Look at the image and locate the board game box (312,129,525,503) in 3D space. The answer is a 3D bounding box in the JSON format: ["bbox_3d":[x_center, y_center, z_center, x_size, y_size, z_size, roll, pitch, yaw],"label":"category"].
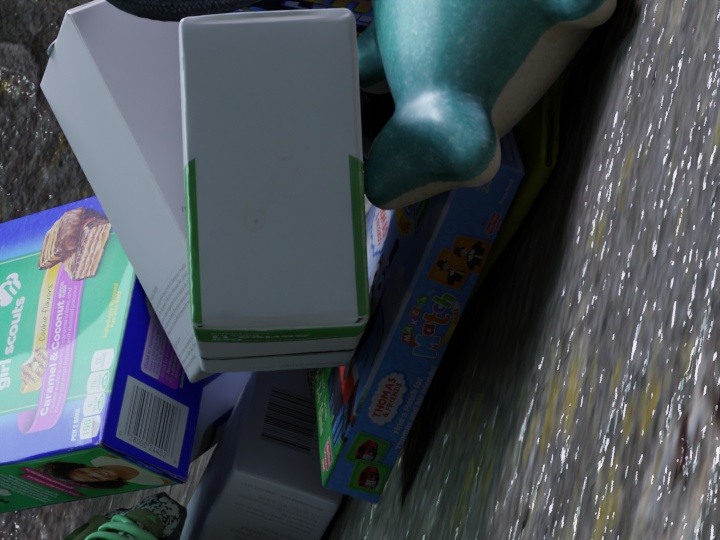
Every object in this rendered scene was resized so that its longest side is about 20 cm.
[{"bbox_3d":[0.026,-0.001,1.248,0.151,0.037,0.200,-97,29,-63],"label":"board game box"}]

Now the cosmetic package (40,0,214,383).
[{"bbox_3d":[-0.095,-0.052,1.318,0.200,0.085,0.108,64,158,8],"label":"cosmetic package"}]

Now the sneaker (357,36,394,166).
[{"bbox_3d":[0.007,-0.083,1.566,0.076,0.114,0.200,-50,-29,-22],"label":"sneaker"}]

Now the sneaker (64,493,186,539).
[{"bbox_3d":[-0.145,0.165,1.372,0.089,0.077,0.200,-54,-1,6],"label":"sneaker"}]

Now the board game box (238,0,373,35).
[{"bbox_3d":[0.002,-0.173,1.353,0.165,0.199,0.057,169,111,-82],"label":"board game box"}]

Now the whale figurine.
[{"bbox_3d":[0.046,-0.124,1.137,0.159,0.104,0.200,-12,43,40],"label":"whale figurine"}]

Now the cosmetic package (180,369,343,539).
[{"bbox_3d":[-0.068,0.158,1.483,0.102,0.074,0.200,-77,9,-45],"label":"cosmetic package"}]

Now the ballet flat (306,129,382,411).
[{"bbox_3d":[0.000,0.000,1.381,0.070,0.065,0.200,32,106,45],"label":"ballet flat"}]

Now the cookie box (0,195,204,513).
[{"bbox_3d":[-0.184,0.052,1.423,0.200,0.075,0.172,-14,57,39],"label":"cookie box"}]

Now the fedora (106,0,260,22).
[{"bbox_3d":[-0.055,-0.204,1.203,0.201,0.200,0.092,-71,-23,-9],"label":"fedora"}]

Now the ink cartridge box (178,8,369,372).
[{"bbox_3d":[-0.043,-0.031,1.145,0.200,0.083,0.147,106,161,-81],"label":"ink cartridge box"}]

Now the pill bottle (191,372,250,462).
[{"bbox_3d":[-0.093,0.038,1.562,0.200,0.120,0.120,-35,-18,-42],"label":"pill bottle"}]

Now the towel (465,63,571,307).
[{"bbox_3d":[0.062,-0.017,1.237,0.200,0.018,0.086,119,162,-45],"label":"towel"}]
